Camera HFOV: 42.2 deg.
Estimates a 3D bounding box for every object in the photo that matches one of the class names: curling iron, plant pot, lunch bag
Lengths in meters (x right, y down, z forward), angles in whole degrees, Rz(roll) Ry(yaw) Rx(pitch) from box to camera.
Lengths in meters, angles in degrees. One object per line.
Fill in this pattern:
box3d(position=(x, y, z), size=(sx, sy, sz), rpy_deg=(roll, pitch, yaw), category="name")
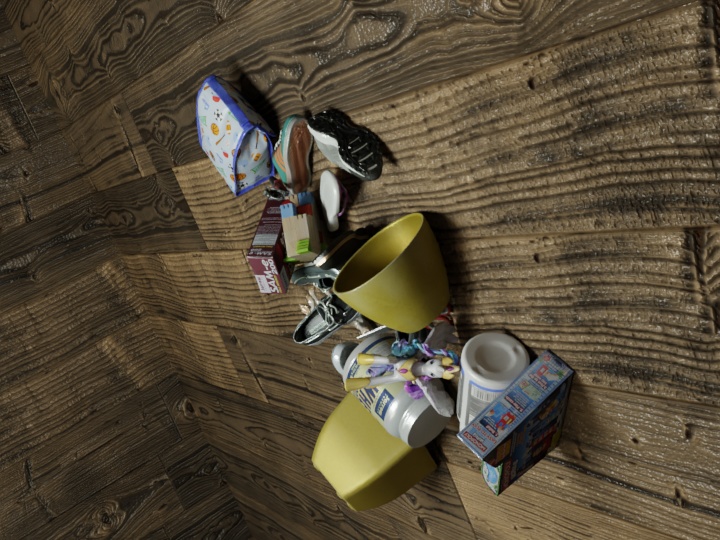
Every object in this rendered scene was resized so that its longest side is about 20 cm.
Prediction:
box3d(position=(-0.174, -0.173, 1.893), size=(0.200, 0.049, 0.026), rpy_deg=(-114, 38, -72), category="curling iron")
box3d(position=(0.071, 0.022, 1.595), size=(0.142, 0.200, 0.199), rpy_deg=(49, 158, -16), category="plant pot")
box3d(position=(-0.261, -0.290, 1.955), size=(0.170, 0.123, 0.201), rpy_deg=(50, 160, 24), category="lunch bag")
box3d(position=(0.015, 0.389, 1.965), size=(0.195, 0.200, 0.195), rpy_deg=(43, 170, 31), category="plant pot")

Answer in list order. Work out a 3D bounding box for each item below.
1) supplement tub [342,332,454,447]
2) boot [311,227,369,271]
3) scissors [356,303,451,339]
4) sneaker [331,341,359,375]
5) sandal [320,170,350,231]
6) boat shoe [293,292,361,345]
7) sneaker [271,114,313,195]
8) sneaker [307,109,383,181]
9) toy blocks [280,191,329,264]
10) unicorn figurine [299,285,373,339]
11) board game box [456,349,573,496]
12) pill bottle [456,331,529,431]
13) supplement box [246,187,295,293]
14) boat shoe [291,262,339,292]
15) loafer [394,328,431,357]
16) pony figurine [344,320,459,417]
box3d(position=(0.074, 0.233, 1.825), size=(0.200, 0.144, 0.146), rpy_deg=(42, 149, 35), category="supplement tub")
box3d(position=(0.000, 0.000, 1.719), size=(0.077, 0.200, 0.139), rpy_deg=(-37, 86, 28), category="boot")
box3d(position=(0.075, 0.090, 1.703), size=(0.197, 0.014, 0.074), rpy_deg=(-6, 129, 22), category="scissors")
box3d(position=(-0.025, 0.184, 1.934), size=(0.070, 0.074, 0.200), rpy_deg=(14, 172, 24), category="sneaker")
box3d(position=(-0.045, -0.140, 1.793), size=(0.203, 0.049, 0.084), rpy_deg=(109, 143, -73), category="sandal")
box3d(position=(-0.060, 0.084, 1.899), size=(0.198, 0.068, 0.074), rpy_deg=(-36, 73, 24), category="boat shoe")
box3d(position=(-0.142, -0.238, 1.841), size=(0.080, 0.071, 0.201), rpy_deg=(43, 151, 25), category="sneaker")
box3d(position=(-0.019, -0.212, 1.652), size=(0.200, 0.073, 0.080), rpy_deg=(46, 161, 42), category="sneaker")
box3d(position=(-0.110, -0.092, 1.861), size=(0.200, 0.098, 0.139), rpy_deg=(17, -117, -76), category="toy blocks")
box3d(position=(-0.043, 0.088, 1.986), size=(0.138, 0.074, 0.199), rpy_deg=(57, 153, -11), category="unicorn figurine")
box3d(position=(0.239, 0.257, 1.479), size=(0.062, 0.198, 0.202), rpy_deg=(40, 147, 35), category="board game box")
box3d(position=(0.219, 0.210, 1.570), size=(0.114, 0.113, 0.202), rpy_deg=(42, 148, 34), category="pill bottle")
box3d(position=(-0.167, -0.063, 1.907), size=(0.060, 0.202, 0.110), rpy_deg=(0, 138, 16), category="supplement box")
box3d(position=(-0.081, 0.013, 1.914), size=(0.199, 0.072, 0.063), rpy_deg=(-19, 77, 50), category="boat shoe")
box3d(position=(0.083, 0.074, 1.736), size=(0.068, 0.070, 0.203), rpy_deg=(25, 136, 51), category="loafer")
box3d(position=(0.093, 0.173, 1.609), size=(0.193, 0.197, 0.170), rpy_deg=(14, -108, -70), category="pony figurine")
